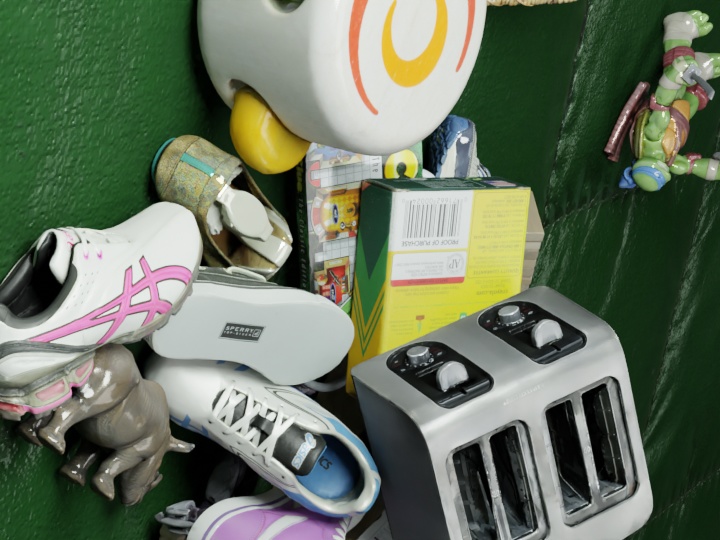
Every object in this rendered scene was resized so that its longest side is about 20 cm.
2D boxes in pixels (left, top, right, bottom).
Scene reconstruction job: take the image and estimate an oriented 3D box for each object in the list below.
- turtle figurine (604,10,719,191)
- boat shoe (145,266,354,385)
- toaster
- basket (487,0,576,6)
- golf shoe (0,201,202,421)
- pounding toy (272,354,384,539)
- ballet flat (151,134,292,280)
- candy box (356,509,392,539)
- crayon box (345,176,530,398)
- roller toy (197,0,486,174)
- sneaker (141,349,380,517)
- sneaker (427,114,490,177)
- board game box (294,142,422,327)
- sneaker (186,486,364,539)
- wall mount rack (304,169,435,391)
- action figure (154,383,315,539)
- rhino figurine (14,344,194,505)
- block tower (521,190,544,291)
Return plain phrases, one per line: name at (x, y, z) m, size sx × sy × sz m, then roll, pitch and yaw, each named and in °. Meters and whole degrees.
turtle figurine at (0.357, -0.168, 2.060) m, size 0.200 × 0.143 × 0.195 m, roll -37°, pitch -149°, yaw 50°
boat shoe at (-0.084, 0.029, 1.406) m, size 0.199 × 0.064 × 0.071 m, roll 16°, pitch 112°, yaw -48°
toaster at (0.104, 0.137, 1.483) m, size 0.180 × 0.119 × 0.201 m, roll -22°, pitch 112°, yaw -21°
basket at (0.158, -0.313, 1.599) m, size 0.149 × 0.142 × 0.201 m, roll -43°, pitch 143°, yaw -44°
golf shoe at (-0.168, 0.007, 1.265) m, size 0.200 × 0.072 × 0.093 m, roll -45°, pitch 143°, yaw -41°
pounding toy at (0.036, 0.161, 1.692) m, size 0.201 × 0.142 × 0.184 m, roll -64°, pitch 154°, yaw -12°
ballet flat at (-0.083, -0.031, 1.412) m, size 0.071 × 0.070 × 0.200 m, roll -63°, pitch 154°, yaw -14°
candy box at (0.055, 0.259, 1.629) m, size 0.200 × 0.071 × 0.168 m, roll -46°, pitch 145°, yaw -15°
crayon box at (0.057, 0.031, 1.532) m, size 0.126 × 0.051 × 0.201 m, roll -2°, pitch 104°, yaw -32°
roller toy at (-0.016, -0.176, 1.358) m, size 0.182 × 0.139 × 0.201 m, roll -29°, pitch 125°, yaw -43°
sneaker at (-0.067, 0.110, 1.435) m, size 0.199 × 0.072 × 0.072 m, roll 34°, pitch 81°, yaw -19°
sneaker at (0.099, -0.055, 1.709) m, size 0.201 × 0.085 × 0.077 m, roll 87°, pitch 2°, yaw -47°
board game box at (0.000, -0.048, 1.519) m, size 0.104 × 0.023 × 0.201 m, roll -13°, pitch 110°, yaw -30°
sneaker at (-0.029, 0.208, 1.488) m, size 0.200 × 0.114 × 0.073 m, roll -17°, pitch 127°, yaw -55°
wall mount rack at (0.000, 0.000, 1.584) m, size 0.173 × 0.074 × 0.201 m, roll 31°, pitch 85°, yaw -30°
action figure at (-0.100, 0.170, 1.520) m, size 0.201 × 0.069 × 0.130 m, roll -66°, pitch 159°, yaw -2°
rhino figurine at (-0.165, 0.109, 1.359) m, size 0.088 × 0.060 × 0.200 m, roll -58°, pitch 155°, yaw -15°
block tower at (0.107, 0.023, 1.699) m, size 0.058 × 0.054 × 0.201 m, roll -100°, pitch -165°, yaw -46°
